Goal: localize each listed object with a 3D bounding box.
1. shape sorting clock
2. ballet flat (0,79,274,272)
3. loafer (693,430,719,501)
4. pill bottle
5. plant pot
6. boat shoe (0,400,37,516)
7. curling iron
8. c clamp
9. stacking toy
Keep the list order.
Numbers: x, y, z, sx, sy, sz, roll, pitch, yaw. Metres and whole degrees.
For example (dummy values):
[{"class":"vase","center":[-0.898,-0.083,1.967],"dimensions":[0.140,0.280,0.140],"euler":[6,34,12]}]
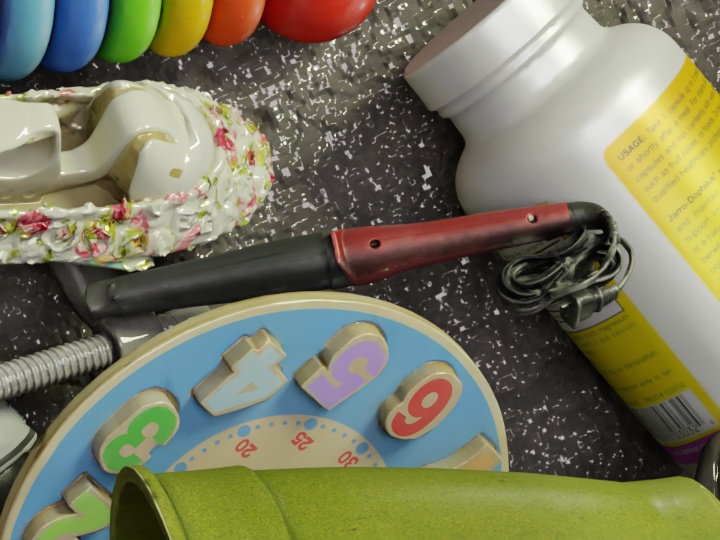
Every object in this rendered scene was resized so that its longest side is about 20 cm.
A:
[{"class":"shape sorting clock","center":[-0.036,0.096,1.066],"dimensions":[0.200,0.039,0.200],"euler":[-12,128,-16]},{"class":"ballet flat","center":[-0.109,-0.038,1.064],"dimensions":[0.200,0.064,0.076],"euler":[-10,64,-33]},{"class":"loafer","center":[0.188,0.142,1.077],"dimensions":[0.071,0.073,0.200],"euler":[-28,90,22]},{"class":"pill bottle","center":[0.108,-0.022,1.133],"dimensions":[0.104,0.104,0.200],"euler":[-42,99,-14]},{"class":"plant pot","center":[0.032,0.148,0.976],"dimensions":[0.193,0.200,0.201],"euler":[-9,89,-14]},{"class":"boat shoe","center":[-0.184,0.130,1.056],"dimensions":[0.200,0.071,0.064],"euler":[-40,97,-16]},{"class":"curling iron","center":[0.000,0.000,1.065],"dimensions":[0.200,0.050,0.026],"euler":[-3,131,0]},{"class":"c clamp","center":[-0.143,0.020,1.058],"dimensions":[0.200,0.027,0.171],"euler":[-11,68,-31]},{"class":"stacking toy","center":[-0.087,-0.107,1.101],"dimensions":[0.200,0.085,0.086],"euler":[-3,87,-23]}]
